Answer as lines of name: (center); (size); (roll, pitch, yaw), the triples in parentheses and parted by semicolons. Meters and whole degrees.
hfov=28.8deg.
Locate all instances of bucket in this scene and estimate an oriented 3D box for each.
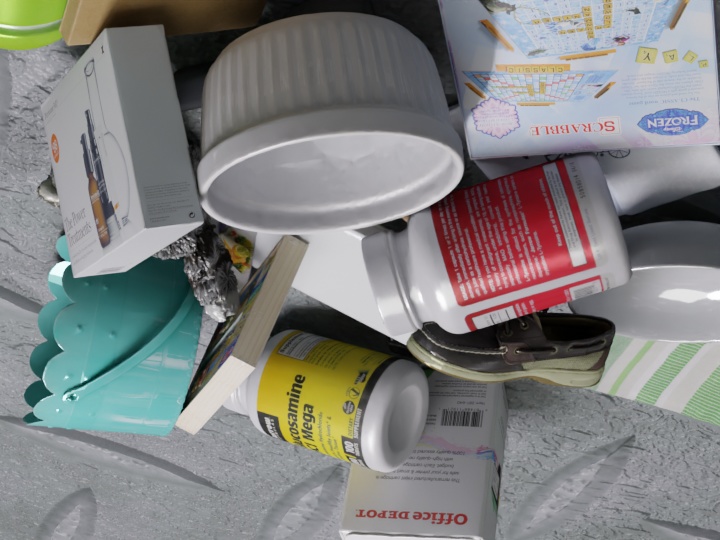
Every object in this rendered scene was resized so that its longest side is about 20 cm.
bucket: (-0.234, 0.059, 1.336); (0.134, 0.208, 0.207); (12, 143, -17)

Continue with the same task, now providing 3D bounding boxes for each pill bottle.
pill bottle: (-0.041, 0.124, 1.411); (0.199, 0.113, 0.113); (13, 147, 28)
pill bottle: (0.108, -0.015, 1.126); (0.199, 0.113, 0.112); (-17, 137, 8)

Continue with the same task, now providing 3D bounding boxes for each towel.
towel: (0.325, 0.100, 1.392); (0.199, 0.023, 0.153); (15, 143, -6)

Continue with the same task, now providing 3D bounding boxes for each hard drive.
hard drive: (0.000, 0.000, 1.257); (0.200, 0.026, 0.132); (27, 148, 8)

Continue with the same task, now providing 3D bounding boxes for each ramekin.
ramekin: (-0.027, -0.109, 1.050); (0.199, 0.105, 0.200); (-7, 162, -2)

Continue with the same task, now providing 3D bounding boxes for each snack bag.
snack bag: (0.185, -0.103, 1.170); (0.199, 0.021, 0.189); (-17, 135, 31)

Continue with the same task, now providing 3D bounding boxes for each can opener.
can opener: (-0.075, -0.178, 1.128); (0.199, 0.053, 0.067); (-8, 106, 24)

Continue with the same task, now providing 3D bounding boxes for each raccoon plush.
raccoon plush: (-0.204, -0.035, 1.247); (0.134, 0.097, 0.201); (-8, 104, 27)

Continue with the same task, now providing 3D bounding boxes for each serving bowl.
serving bowl: (0.282, 0.003, 1.225); (0.199, 0.066, 0.200); (4, 160, 2)

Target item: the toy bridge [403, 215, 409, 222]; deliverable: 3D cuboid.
toy bridge: (0.057, -0.072, 1.200); (0.200, 0.067, 0.027); (42, 163, -35)

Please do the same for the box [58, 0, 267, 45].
box: (-0.117, -0.240, 0.998); (0.163, 0.021, 0.200); (-12, 153, -31)

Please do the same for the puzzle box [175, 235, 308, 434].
puzzle box: (-0.113, 0.062, 1.286); (0.025, 0.133, 0.200); (27, 149, -10)

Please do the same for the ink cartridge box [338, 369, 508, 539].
ink cartridge box: (0.069, 0.205, 1.441); (0.144, 0.201, 0.084); (0, 141, 14)

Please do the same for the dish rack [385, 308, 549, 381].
dish rack: (0.103, 0.031, 1.315); (0.153, 0.055, 0.200); (13, 147, 2)

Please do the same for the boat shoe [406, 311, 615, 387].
boat shoe: (0.134, 0.057, 1.218); (0.200, 0.072, 0.066); (8, 116, -28)

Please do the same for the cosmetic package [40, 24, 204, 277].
cosmetic package: (-0.190, -0.086, 1.090); (0.052, 0.151, 0.200); (-7, 172, -27)

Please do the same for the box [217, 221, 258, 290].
box: (-0.107, -0.056, 1.284); (0.039, 0.042, 0.200); (12, 141, -4)

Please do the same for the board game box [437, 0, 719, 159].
board game box: (0.164, -0.177, 1.043); (0.199, 0.041, 0.200); (-1, 132, 16)

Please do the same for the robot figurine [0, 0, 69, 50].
robot figurine: (-0.249, -0.244, 1.019); (0.175, 0.116, 0.200); (6, 144, -12)
